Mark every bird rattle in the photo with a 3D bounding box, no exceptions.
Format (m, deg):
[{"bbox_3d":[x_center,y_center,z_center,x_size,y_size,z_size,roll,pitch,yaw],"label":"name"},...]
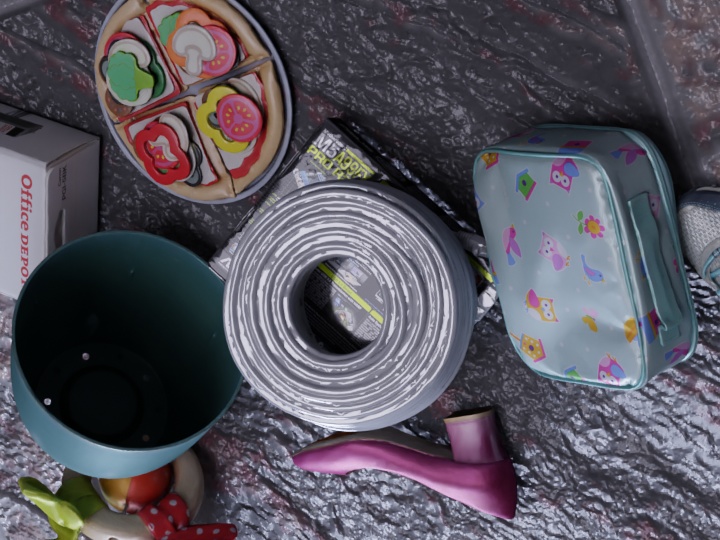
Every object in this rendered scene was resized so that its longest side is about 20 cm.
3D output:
[{"bbox_3d":[-0.204,0.204,1.899,0.199,0.163,0.113,5,139,12],"label":"bird rattle"}]

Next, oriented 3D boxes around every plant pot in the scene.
[{"bbox_3d":[-0.212,0.088,1.835,0.201,0.201,0.161,45,152,6],"label":"plant pot"}]

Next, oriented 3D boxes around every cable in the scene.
[{"bbox_3d":[-0.010,0.029,1.657,0.200,0.069,0.200,29,100,10],"label":"cable"}]

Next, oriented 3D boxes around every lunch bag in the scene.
[{"bbox_3d":[0.175,-0.009,1.595,0.160,0.077,0.200,4,115,48],"label":"lunch bag"}]

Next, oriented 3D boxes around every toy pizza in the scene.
[{"bbox_3d":[-0.147,-0.148,1.781,0.200,0.032,0.201,14,118,27],"label":"toy pizza"}]

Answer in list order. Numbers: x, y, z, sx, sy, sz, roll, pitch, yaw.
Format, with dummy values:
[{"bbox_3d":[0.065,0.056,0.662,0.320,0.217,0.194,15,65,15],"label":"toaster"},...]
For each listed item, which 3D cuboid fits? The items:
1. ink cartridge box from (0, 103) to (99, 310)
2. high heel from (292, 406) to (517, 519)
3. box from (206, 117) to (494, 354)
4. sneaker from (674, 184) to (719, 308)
[{"bbox_3d":[-0.336,-0.071,1.902,0.200,0.083,0.147,20,121,24],"label":"ink cartridge box"},{"bbox_3d":[0.037,0.176,1.794,0.200,0.067,0.096,-12,95,22],"label":"high heel"},{"bbox_3d":[0.000,0.000,1.712,0.200,0.044,0.160,41,101,8],"label":"box"},{"bbox_3d":[0.300,0.019,1.544,0.200,0.086,0.078,44,127,8],"label":"sneaker"}]
